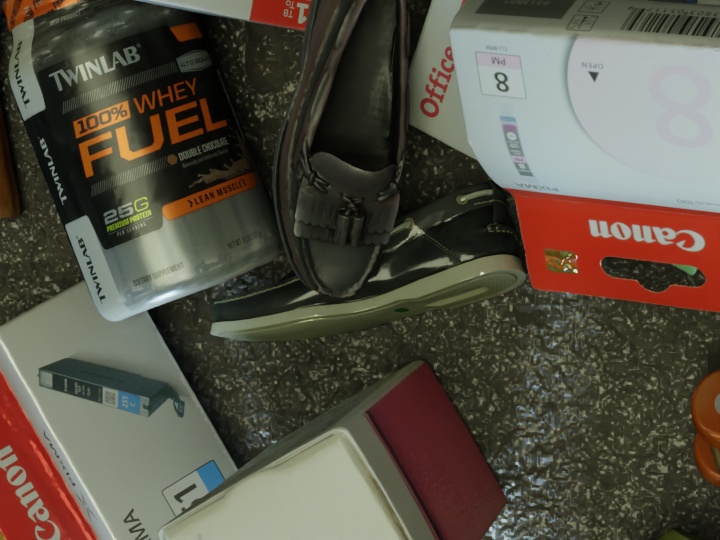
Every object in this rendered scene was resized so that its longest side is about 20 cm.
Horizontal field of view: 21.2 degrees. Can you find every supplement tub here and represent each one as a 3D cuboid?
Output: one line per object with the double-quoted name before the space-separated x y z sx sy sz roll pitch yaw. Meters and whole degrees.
"supplement tub" -0.134 -0.081 1.151 0.122 0.122 0.201 -21 93 16

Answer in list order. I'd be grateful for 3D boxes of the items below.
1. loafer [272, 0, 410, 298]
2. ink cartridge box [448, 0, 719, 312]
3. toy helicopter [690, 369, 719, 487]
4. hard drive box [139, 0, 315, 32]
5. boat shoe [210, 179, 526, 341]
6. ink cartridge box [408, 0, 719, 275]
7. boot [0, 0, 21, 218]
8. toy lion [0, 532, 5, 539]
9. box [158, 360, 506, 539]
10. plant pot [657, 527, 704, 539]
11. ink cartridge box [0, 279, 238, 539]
"loafer" -0.007 -0.076 1.071 0.072 0.063 0.201 2 107 -15
"ink cartridge box" 0.141 -0.050 1.021 0.162 0.057 0.201 8 126 28
"toy helicopter" 0.275 0.131 1.075 0.132 0.079 0.201 -21 60 0
"hard drive box" -0.063 -0.242 1.080 0.077 0.155 0.201 20 102 56
"boat shoe" 0.000 0.000 1.165 0.199 0.072 0.068 -16 76 17
"ink cartridge box" 0.135 -0.112 1.068 0.200 0.088 0.146 30 137 9
"boot" -0.311 -0.128 1.233 0.187 0.069 0.201 1 106 6
"toy lion" -0.213 0.238 1.257 0.191 0.069 0.201 -17 98 6
"box" -0.009 0.143 1.114 0.128 0.200 0.109 -31 90 17
"plant pot" 0.180 0.259 1.113 0.187 0.187 0.201 25 89 9
"ink cartridge box" -0.178 0.124 1.187 0.176 0.045 0.200 -31 91 -22
